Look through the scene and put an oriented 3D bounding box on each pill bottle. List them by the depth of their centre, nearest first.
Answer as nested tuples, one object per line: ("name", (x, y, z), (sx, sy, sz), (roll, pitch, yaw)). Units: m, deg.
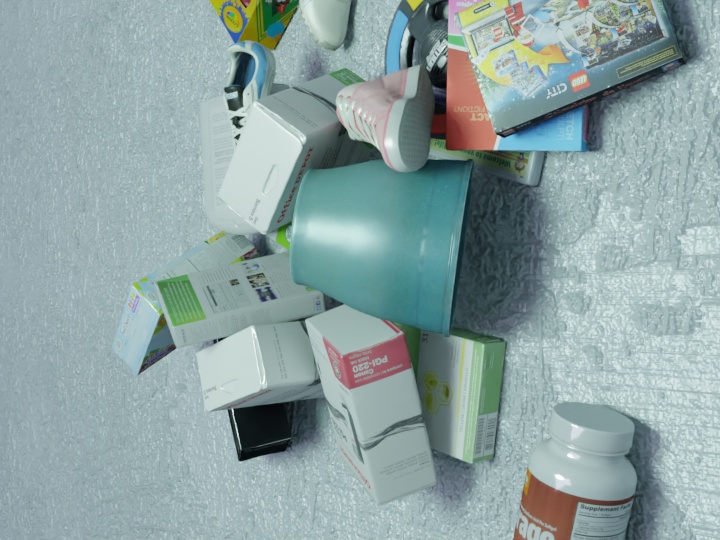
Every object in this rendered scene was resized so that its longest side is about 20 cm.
("pill bottle", (0.221, 0.245, 1.107), (0.112, 0.112, 0.201), (22, 107, 47))

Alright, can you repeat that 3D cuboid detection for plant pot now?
("plant pot", (0.022, -0.037, 1.206), (0.187, 0.200, 0.201), (8, 100, 6))

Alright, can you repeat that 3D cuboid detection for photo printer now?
("photo printer", (-0.156, -0.151, 1.504), (0.166, 0.069, 0.201), (-5, 88, 47))

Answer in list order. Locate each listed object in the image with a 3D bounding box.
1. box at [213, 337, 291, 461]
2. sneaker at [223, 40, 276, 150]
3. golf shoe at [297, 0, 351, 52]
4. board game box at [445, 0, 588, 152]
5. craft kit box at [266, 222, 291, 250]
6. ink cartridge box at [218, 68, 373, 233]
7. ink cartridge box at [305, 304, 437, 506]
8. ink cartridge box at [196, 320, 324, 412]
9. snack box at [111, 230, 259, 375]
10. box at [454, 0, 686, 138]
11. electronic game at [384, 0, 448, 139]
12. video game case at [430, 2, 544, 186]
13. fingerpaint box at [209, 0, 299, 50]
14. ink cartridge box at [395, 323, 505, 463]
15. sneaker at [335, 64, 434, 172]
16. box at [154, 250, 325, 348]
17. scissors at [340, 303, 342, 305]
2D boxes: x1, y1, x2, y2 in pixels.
("box", (-0.160, 0.162, 1.535), (0.141, 0.078, 0.201), (121, 137, -71))
("sneaker", (-0.150, -0.200, 1.396), (0.072, 0.072, 0.201), (-3, 86, 43))
("golf shoe", (-0.030, -0.395, 1.413), (0.097, 0.078, 0.201), (-2, 91, 43))
("board game box", (0.170, -0.229, 1.150), (0.152, 0.040, 0.201), (3, 96, 20))
("craft kit box", (-0.105, -0.145, 1.530), (0.200, 0.048, 0.198), (32, 118, 44))
("ink cartridge box", (-0.066, -0.149, 1.309), (0.084, 0.200, 0.146), (37, 125, 16))
("ink cartridge box", (0.012, 0.154, 1.269), (0.146, 0.084, 0.201), (-143, 35, -65))
("ink cartridge box", (-0.092, 0.122, 1.402), (0.145, 0.199, 0.084), (-27, 71, 46))
("snack box", (-0.257, 0.042, 1.566), (0.068, 0.200, 0.169), (44, 139, 11))
("box", (0.210, -0.236, 1.086), (0.199, 0.038, 0.137), (-20, 83, 21))
("electronic game", (0.099, -0.255, 1.253), (0.199, 0.041, 0.201), (2, 93, 48))
("video game case", (0.147, -0.210, 1.248), (0.200, 0.022, 0.183), (24, 109, 46))
("fingerpaint box", (-0.160, -0.452, 1.559), (0.167, 0.073, 0.200), (-53, 53, 36))
("ink cartridge box", (0.085, 0.138, 1.314), (0.200, 0.048, 0.146), (13, 102, 46))
("sneaker", (0.020, -0.159, 1.178), (0.104, 0.201, 0.076), (-11, 120, 17))
("box", (-0.160, 0.034, 1.405), (0.144, 0.199, 0.037), (-128, 30, -60))
("scissors", (0.000, 0.000, 1.436), (0.200, 0.014, 0.073), (-47, 60, 41))
